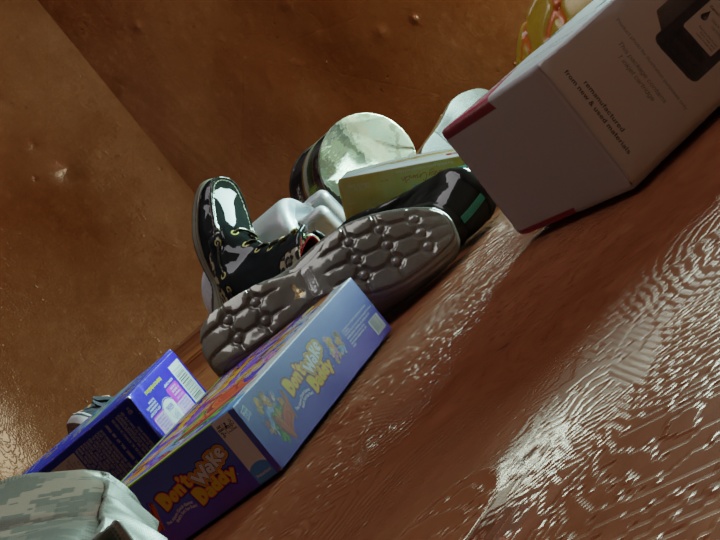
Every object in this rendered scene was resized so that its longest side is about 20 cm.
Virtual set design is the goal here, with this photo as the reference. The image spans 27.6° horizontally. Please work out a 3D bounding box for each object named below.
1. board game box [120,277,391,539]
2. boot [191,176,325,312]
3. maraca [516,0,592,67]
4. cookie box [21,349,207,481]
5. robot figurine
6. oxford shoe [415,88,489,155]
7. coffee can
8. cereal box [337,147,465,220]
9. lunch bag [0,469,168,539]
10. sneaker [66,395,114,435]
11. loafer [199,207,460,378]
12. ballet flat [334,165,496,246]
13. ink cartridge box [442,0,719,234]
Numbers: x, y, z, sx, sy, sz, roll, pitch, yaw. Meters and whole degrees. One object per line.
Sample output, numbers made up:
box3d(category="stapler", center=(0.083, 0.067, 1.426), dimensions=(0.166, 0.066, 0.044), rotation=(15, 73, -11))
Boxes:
box3d(category="board game box", center=(-0.070, 0.092, 0.898), dimensions=(0.134, 0.045, 0.200), rotation=(-38, 5, 27))
box3d(category="boot", center=(-0.092, -0.021, 1.460), dimensions=(0.073, 0.206, 0.153), rotation=(6, -26, -41))
box3d(category="maraca", center=(0.184, -0.177, 1.043), dimensions=(0.137, 0.107, 0.200), rotation=(-50, 9, -31))
box3d(category="cookie box", center=(-0.232, 0.174, 1.270), dimensions=(0.200, 0.075, 0.171), rotation=(-39, 4, 10))
box3d(category="robot figurine", center=(-0.093, 0.002, 1.592), dimensions=(0.199, 0.113, 0.170), rotation=(-38, 18, 18))
box3d(category="oxford shoe", center=(0.112, -0.160, 1.809), dimensions=(0.200, 0.071, 0.071), rotation=(-45, 1, -40))
box3d(category="coffee can", center=(-0.013, -0.137, 2.125), dimensions=(0.146, 0.147, 0.200), rotation=(-41, 4, -15))
box3d(category="cereal box", center=(0.055, -0.079, 1.255), dimensions=(0.142, 0.040, 0.200), rotation=(-12, 5, 1))
box3d(category="lunch bag", center=(-0.112, 0.133, 0.331), dimensions=(0.200, 0.118, 0.164), rotation=(-45, 4, -6))
box3d(category="sneaker", center=(-0.315, 0.192, 1.812), dimensions=(0.079, 0.078, 0.200), rotation=(-47, 5, -21))
box3d(category="loafer", center=(-0.019, 0.020, 1.039), dimensions=(0.199, 0.070, 0.070), rotation=(-26, -30, 4))
box3d(category="ballet flat", center=(0.023, -0.018, 1.122), dimensions=(0.200, 0.068, 0.069), rotation=(-36, 18, 48))
box3d(category="ink cartridge box", center=(0.162, -0.123, 0.828), dimensions=(0.200, 0.084, 0.145), rotation=(-42, 4, -20))
